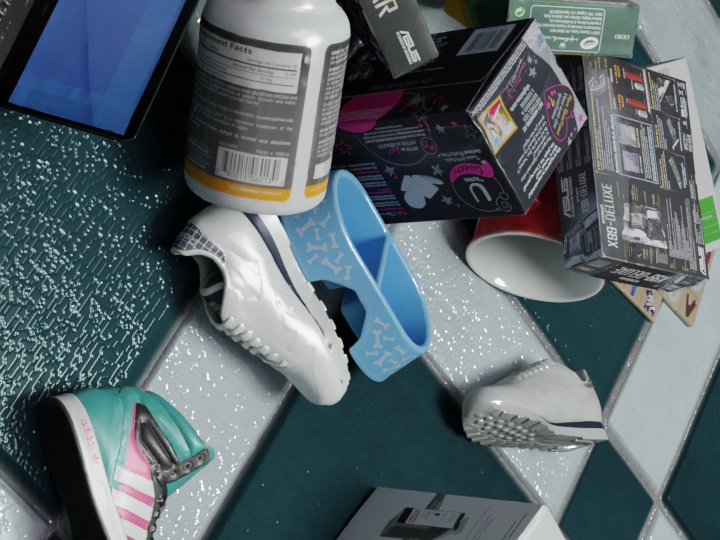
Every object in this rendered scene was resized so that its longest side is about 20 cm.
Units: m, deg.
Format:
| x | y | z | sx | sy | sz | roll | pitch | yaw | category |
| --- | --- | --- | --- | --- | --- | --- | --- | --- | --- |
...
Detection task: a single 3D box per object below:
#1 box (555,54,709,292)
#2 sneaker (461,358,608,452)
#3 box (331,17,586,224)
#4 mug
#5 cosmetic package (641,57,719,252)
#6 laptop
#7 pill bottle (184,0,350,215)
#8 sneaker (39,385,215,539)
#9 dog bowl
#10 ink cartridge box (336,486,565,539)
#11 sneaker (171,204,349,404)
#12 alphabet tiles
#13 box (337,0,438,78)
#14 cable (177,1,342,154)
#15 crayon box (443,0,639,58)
| x | y | z | sx | sy | sz | roll | pitch | yaw | category |
| --- | --- | --- | --- | --- | --- | --- | --- | --- | --- |
| 0.246 | -0.090 | 1.676 | 0.157 | 0.050 | 0.202 | 9 | 70 | -42 | box |
| 0.160 | 0.125 | 1.745 | 0.199 | 0.076 | 0.081 | 15 | 65 | -50 | sneaker |
| 0.071 | -0.124 | 1.562 | 0.132 | 0.199 | 0.115 | -54 | 125 | -34 | box |
| 0.189 | -0.097 | 1.720 | 0.132 | 0.178 | 0.201 | 16 | 65 | 0 | mug |
| 0.295 | -0.108 | 1.877 | 0.107 | 0.084 | 0.202 | -19 | 99 | -41 | cosmetic package |
| -0.230 | -0.215 | 1.319 | 0.200 | 0.103 | 0.178 | 42 | 58 | -37 | laptop |
| -0.069 | -0.153 | 1.405 | 0.116 | 0.116 | 0.202 | -14 | 120 | -46 | pill bottle |
| -0.162 | 0.176 | 1.383 | 0.120 | 0.083 | 0.202 | -19 | 100 | -36 | sneaker |
| 0.000 | 0.000 | 1.555 | 0.201 | 0.049 | 0.112 | 59 | 23 | -25 | dog bowl |
| 0.092 | 0.271 | 1.559 | 0.083 | 0.199 | 0.147 | -47 | 120 | -34 | ink cartridge box |
| -0.081 | 0.035 | 1.483 | 0.080 | 0.076 | 0.201 | -41 | 112 | -28 | sneaker |
| 0.320 | -0.032 | 1.962 | 0.200 | 0.008 | 0.168 | 41 | 59 | -37 | alphabet tiles |
| -0.005 | -0.259 | 1.509 | 0.043 | 0.200 | 0.161 | -26 | 111 | -1 | box |
| -0.086 | -0.178 | 1.505 | 0.200 | 0.050 | 0.098 | -51 | 128 | -37 | cable |
| 0.156 | -0.241 | 1.660 | 0.124 | 0.200 | 0.052 | 1 | 110 | -16 | crayon box |
